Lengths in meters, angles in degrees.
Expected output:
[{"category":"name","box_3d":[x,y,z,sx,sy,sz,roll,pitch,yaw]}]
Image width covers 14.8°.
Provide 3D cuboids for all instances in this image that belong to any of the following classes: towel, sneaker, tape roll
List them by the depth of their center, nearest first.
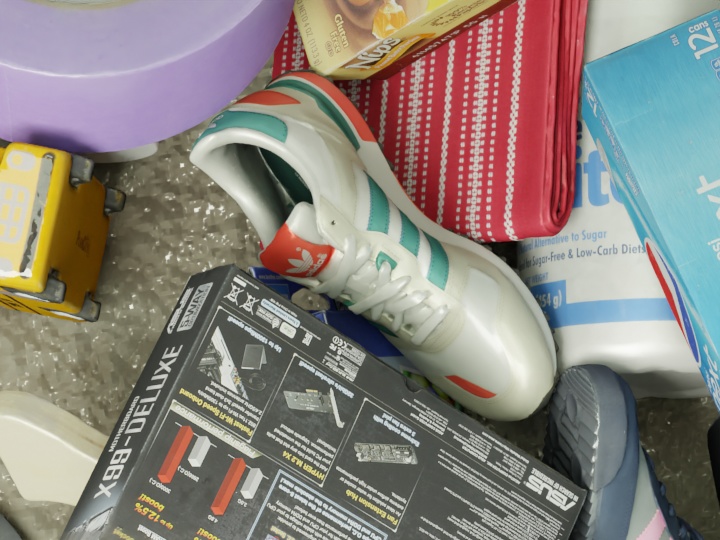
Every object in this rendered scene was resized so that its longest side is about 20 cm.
[{"category":"tape roll","box_3d":[-0.123,-0.160,1.231,0.198,0.085,0.202,2,70,-5]},{"category":"sneaker","box_3d":[0.000,-0.001,1.249,0.200,0.093,0.070,49,126,10]},{"category":"sneaker","box_3d":[0.130,0.124,1.284,0.081,0.070,0.201,-10,124,-10]},{"category":"towel","box_3d":[0.028,-0.080,1.321,0.199,0.022,0.146,-5,77,46]}]

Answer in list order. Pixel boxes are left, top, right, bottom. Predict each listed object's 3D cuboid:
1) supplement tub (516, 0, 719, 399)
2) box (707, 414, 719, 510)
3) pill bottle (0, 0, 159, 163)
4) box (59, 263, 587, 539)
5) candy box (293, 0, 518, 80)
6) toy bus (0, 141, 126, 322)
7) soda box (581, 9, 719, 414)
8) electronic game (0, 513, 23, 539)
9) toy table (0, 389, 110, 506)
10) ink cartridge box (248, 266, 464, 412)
[{"category":"supplement tub","box_3d":[0.138,-0.045,1.315,0.131,0.132,0.202,-2,81,3]},{"category":"box","box_3d":[0.269,0.095,1.277,0.198,0.148,0.105,-11,80,1]},{"category":"pill bottle","box_3d":[-0.137,-0.159,1.352,0.119,0.120,0.202,1,81,3]},{"category":"box","box_3d":[-0.017,0.116,1.182,0.199,0.050,0.159,32,70,-20]},{"category":"candy box","box_3d":[0.004,-0.202,1.287,0.115,0.055,0.201,-26,76,41]},{"category":"toy bus","box_3d":[-0.158,-0.018,1.288,0.078,0.200,0.066,12,85,4]},{"category":"soda box","box_3d":[0.164,-0.005,1.198,0.067,0.064,0.201,-22,73,-3]},{"category":"electronic game","box_3d":[-0.244,0.189,1.340,0.198,0.042,0.202,1,75,-3]},{"category":"toy table","box_3d":[-0.086,0.129,1.277,0.116,0.184,0.201,-8,113,25]},{"category":"ink cartridge box","box_3d":[0.016,0.086,1.304,0.042,0.119,0.201,-26,78,23]}]
